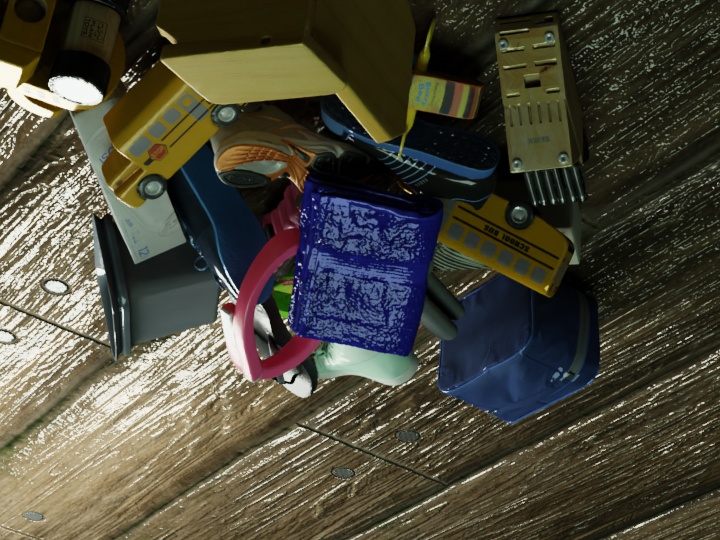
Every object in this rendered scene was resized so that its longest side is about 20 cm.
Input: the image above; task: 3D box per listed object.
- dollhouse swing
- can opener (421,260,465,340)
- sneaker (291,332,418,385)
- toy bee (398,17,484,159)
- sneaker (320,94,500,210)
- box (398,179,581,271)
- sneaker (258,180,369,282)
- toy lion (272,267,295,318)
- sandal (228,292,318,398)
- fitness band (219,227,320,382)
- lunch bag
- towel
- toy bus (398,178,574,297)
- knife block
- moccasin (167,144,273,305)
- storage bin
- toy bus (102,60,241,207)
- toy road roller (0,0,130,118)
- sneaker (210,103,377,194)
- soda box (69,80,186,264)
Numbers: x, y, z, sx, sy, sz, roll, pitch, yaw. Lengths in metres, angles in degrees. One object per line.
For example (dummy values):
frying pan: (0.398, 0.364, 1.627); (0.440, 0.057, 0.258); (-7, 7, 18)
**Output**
dollhouse swing: (-0.060, -0.216, 1.387); (0.180, 0.202, 0.176); (-4, 146, 15)
can opener: (0.067, 0.018, 1.720); (0.066, 0.053, 0.200); (11, 157, 33)
sneaker: (-0.032, 0.071, 1.856); (0.199, 0.074, 0.119); (4, 141, 41)
toy bee: (0.035, -0.171, 1.504); (0.198, 0.109, 0.132); (-11, 110, -12)
sneaker: (0.047, -0.121, 1.592); (0.198, 0.070, 0.078); (24, 144, 13)
box: (0.143, -0.050, 1.723); (0.198, 0.069, 0.082); (-3, 148, 15)
sneaker: (-0.054, -0.051, 1.747); (0.095, 0.080, 0.200); (6, 141, -29)
toy lion: (-0.031, 0.027, 1.885); (0.198, 0.069, 0.192); (-6, 152, 18)
sandal: (-0.112, 0.087, 1.844); (0.076, 0.043, 0.201); (15, 147, 38)
fitness band: (-0.087, 0.042, 1.709); (0.037, 0.143, 0.201); (34, 150, 29)
lunch bag: (0.192, 0.097, 1.875); (0.132, 0.137, 0.199); (26, 143, -27)
towel: (0.000, 0.000, 1.625); (0.146, 0.050, 0.201); (13, 127, 4)
toy bus: (0.129, -0.051, 1.644); (0.199, 0.079, 0.065); (27, -176, 15)
knife block: (0.190, -0.160, 1.572); (0.063, 0.176, 0.202); (-5, 100, 15)
moccasin: (-0.159, -0.053, 1.720); (0.068, 0.080, 0.202); (-17, 98, 49)
storage bin: (-0.238, 0.002, 1.814); (0.133, 0.147, 0.200); (-11, 159, -13)
toy bus: (-0.183, -0.158, 1.529); (0.200, 0.065, 0.078); (-43, 133, 13)
toy road roller: (-0.325, -0.223, 1.500); (0.198, 0.124, 0.146); (18, 156, -18)
sneaker: (-0.071, -0.134, 1.612); (0.199, 0.093, 0.076); (9, 135, -38)
soda box: (-0.249, -0.109, 1.638); (0.063, 0.068, 0.201); (-23, 128, -8)
